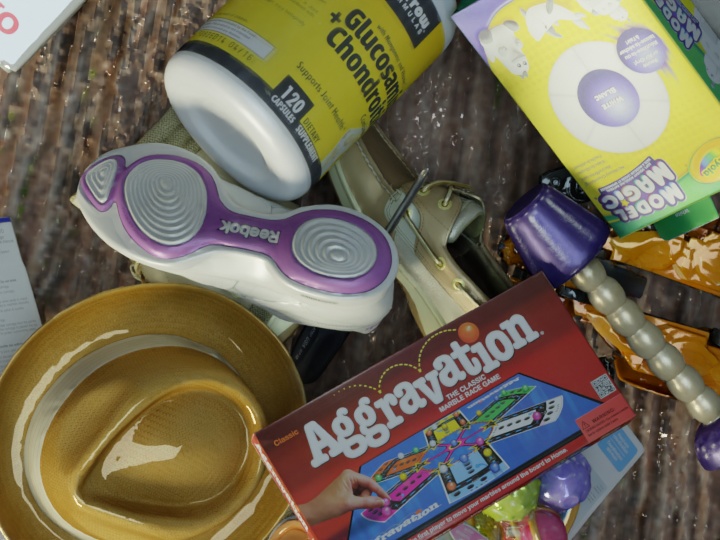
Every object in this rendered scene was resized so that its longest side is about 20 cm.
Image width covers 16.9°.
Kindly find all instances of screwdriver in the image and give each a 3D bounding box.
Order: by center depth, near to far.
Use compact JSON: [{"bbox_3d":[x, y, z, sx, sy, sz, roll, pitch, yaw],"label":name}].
[{"bbox_3d":[0.000,0.000,1.454,0.028,0.029,0.200,15,132,-17],"label":"screwdriver"}]

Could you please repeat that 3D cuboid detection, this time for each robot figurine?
[{"bbox_3d":[0.177,0.014,1.513,0.199,0.058,0.146,18,93,-8],"label":"robot figurine"}]

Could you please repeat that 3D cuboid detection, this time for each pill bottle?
[{"bbox_3d":[-0.014,-0.145,1.437,0.112,0.112,0.200,46,71,-8],"label":"pill bottle"}]

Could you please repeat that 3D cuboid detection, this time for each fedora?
[{"bbox_3d":[-0.117,0.103,1.397,0.199,0.082,0.202,-1,94,-18],"label":"fedora"}]

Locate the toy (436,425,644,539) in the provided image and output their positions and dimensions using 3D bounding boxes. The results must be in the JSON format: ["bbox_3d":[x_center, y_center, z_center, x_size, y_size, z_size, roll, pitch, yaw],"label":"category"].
[{"bbox_3d":[0.089,0.147,1.422,0.200,0.047,0.115,-46,123,-12],"label":"toy"}]

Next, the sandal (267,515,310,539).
[{"bbox_3d":[-0.066,0.245,1.436,0.059,0.079,0.208,22,84,-47],"label":"sandal"}]

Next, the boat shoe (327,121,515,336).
[{"bbox_3d":[0.048,-0.020,1.470,0.066,0.074,0.201,-36,83,25],"label":"boat shoe"}]

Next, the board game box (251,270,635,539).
[{"bbox_3d":[0.048,0.090,1.388,0.199,0.019,0.103,-29,76,-16],"label":"board game box"}]

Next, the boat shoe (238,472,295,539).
[{"bbox_3d":[-0.028,0.128,1.508,0.199,0.071,0.065,-13,132,-4],"label":"boat shoe"}]

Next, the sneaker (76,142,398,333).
[{"bbox_3d":[-0.074,-0.008,1.414,0.199,0.100,0.075,21,68,12],"label":"sneaker"}]

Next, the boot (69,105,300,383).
[{"bbox_3d":[-0.124,0.014,1.476,0.155,0.073,0.200,41,89,-8],"label":"boot"}]

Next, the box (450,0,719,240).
[{"bbox_3d":[0.157,-0.104,1.412,0.117,0.048,0.200,-27,111,39],"label":"box"}]

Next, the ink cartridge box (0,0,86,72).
[{"bbox_3d":[-0.190,-0.237,1.439,0.146,0.084,0.200,44,90,-8],"label":"ink cartridge box"}]

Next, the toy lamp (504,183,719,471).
[{"bbox_3d":[0.162,0.032,1.458,0.058,0.058,0.200,-41,102,0],"label":"toy lamp"}]

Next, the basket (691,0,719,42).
[{"bbox_3d":[0.201,-0.171,1.463,0.199,0.136,0.181,27,85,-4],"label":"basket"}]

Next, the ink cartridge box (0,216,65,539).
[{"bbox_3d":[-0.229,0.069,1.453,0.094,0.037,0.201,-8,76,-37],"label":"ink cartridge box"}]
